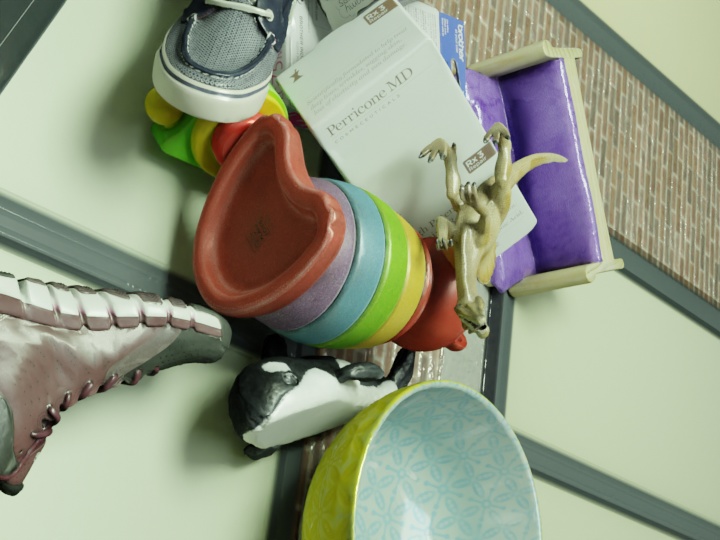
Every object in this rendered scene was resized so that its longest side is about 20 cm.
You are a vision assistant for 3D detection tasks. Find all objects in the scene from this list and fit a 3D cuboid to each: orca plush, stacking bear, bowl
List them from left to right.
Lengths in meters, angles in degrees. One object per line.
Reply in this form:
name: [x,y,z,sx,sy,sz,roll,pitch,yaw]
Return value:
orca plush: [-0.030,0.064,0.883,0.199,0.105,0.071,-12,66,-50]
stacking bear: [0.000,0.000,0.866,0.199,0.114,0.122,21,29,-43]
bowl: [0.022,0.179,0.889,0.199,0.107,0.202,15,70,-46]

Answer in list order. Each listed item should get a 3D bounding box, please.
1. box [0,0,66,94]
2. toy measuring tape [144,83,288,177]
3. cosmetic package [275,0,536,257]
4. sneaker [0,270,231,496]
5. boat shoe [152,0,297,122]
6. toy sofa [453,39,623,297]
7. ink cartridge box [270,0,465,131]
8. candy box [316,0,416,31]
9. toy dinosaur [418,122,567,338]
box: [-0.219,-0.200,0.729,0.141,0.078,0.201,46,49,-28]
toy measuring tape: [-0.055,-0.085,0.886,0.199,0.073,0.074,22,65,-38]
cosmetic package: [0.036,-0.081,0.932,0.200,0.101,0.074,50,4,-45]
sneaker: [-0.165,0.068,0.741,0.199,0.075,0.117,10,78,-36]
boat shoe: [-0.076,-0.170,0.823,0.074,0.093,0.201,16,30,-7]
toy sofa: [0.146,-0.083,1.113,0.097,0.082,0.202,-9,88,-50]
ink cartridge box: [0.005,-0.155,1.002,0.199,0.042,0.121,9,75,-44]
candy box: [-0.001,-0.290,0.967,0.168,0.071,0.201,-35,95,-52]
toy dinosaur: [0.081,-0.045,0.883,0.201,0.058,0.102,-63,144,-42]
